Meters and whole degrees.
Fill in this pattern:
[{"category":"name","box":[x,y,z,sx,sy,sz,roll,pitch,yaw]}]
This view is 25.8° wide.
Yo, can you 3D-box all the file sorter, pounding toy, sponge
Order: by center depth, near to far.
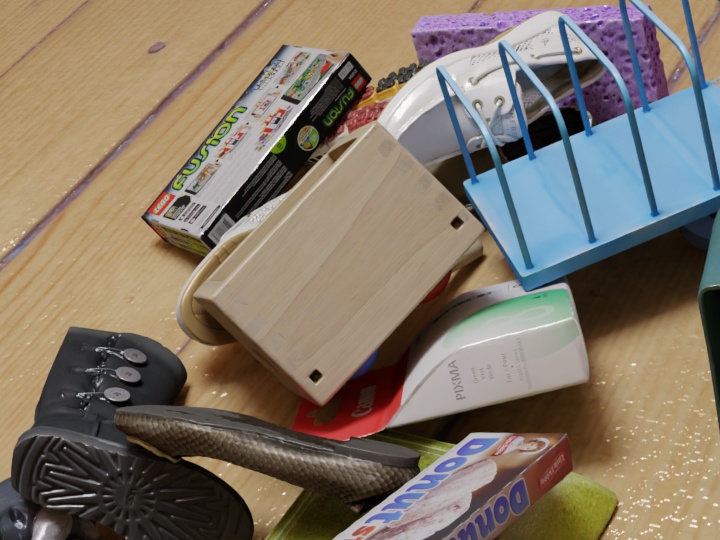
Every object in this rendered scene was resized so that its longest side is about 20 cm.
[{"category":"file sorter","box":[0.169,-0.104,1.073,0.199,0.123,0.139,-22,34,-2]},{"category":"pounding toy","box":[0.000,0.000,1.086,0.184,0.142,0.200,-47,7,-7]},{"category":"sponge","box":[0.147,-0.157,1.278,0.199,0.112,0.030,2,38,28]}]

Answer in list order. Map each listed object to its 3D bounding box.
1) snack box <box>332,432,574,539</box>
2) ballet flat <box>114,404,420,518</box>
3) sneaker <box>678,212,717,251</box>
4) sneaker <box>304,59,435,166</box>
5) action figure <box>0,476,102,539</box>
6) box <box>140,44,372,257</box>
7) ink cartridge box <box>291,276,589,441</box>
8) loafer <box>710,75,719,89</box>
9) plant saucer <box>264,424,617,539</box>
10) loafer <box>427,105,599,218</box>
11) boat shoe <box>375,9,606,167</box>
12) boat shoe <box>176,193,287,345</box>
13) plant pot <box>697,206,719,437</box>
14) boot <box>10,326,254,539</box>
[{"category":"snack box","box":[0.036,0.139,0.850,0.072,0.024,0.200,-6,16,40]},{"category":"ballet flat","box":[-0.059,0.115,0.948,0.199,0.047,0.067,9,4,17]},{"category":"sneaker","box":[0.316,-0.057,1.088,0.199,0.083,0.074,-4,38,23]},{"category":"sneaker","box":[0.015,-0.111,1.319,0.199,0.082,0.078,-5,51,45]},{"category":"action figure","box":[-0.212,0.178,0.974,0.199,0.105,0.193,3,14,21]},{"category":"box","box":[-0.087,-0.102,1.309,0.200,0.035,0.110,-52,33,-13]},{"category":"ink cartridge box","box":[0.047,0.056,1.036,0.199,0.050,0.161,-12,10,6]},{"category":"loafer","box":[0.225,-0.096,1.192,0.200,0.070,0.070,-35,48,-22]},{"category":"plant saucer","box":[0.024,0.167,0.943,0.199,0.048,0.200,9,43,34]},{"category":"loafer","box":[0.096,-0.087,1.221,0.199,0.070,0.076,-21,69,-5]},{"category":"boat shoe","box":[0.098,-0.125,1.166,0.199,0.071,0.069,-33,50,-17]},{"category":"boat shoe","box":[-0.077,-0.005,1.206,0.069,0.071,0.200,-18,19,48]},{"category":"plant pot","box":[0.290,0.013,0.958,0.140,0.142,0.200,-5,29,18]},{"category":"boot","box":[-0.144,0.114,1.075,0.164,0.066,0.200,26,13,-8]}]
